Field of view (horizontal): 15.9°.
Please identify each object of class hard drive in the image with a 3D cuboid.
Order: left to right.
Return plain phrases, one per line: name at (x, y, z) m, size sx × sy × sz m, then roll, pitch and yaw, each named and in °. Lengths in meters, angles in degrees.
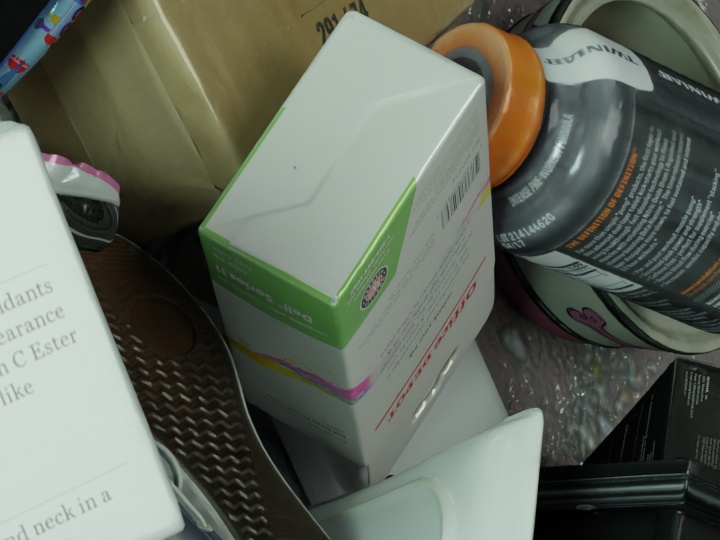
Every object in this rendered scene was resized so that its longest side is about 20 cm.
hard drive at (0.022, 0.082, 1.186) m, size 0.132 × 0.027 × 0.201 m, roll -37°, pitch 107°, yaw -48°

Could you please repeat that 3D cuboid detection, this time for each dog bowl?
dog bowl at (0.128, -0.050, 1.314) m, size 0.200 × 0.074 × 0.201 m, roll 17°, pitch 67°, yaw -46°

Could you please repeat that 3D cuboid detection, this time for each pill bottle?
pill bottle at (0.112, -0.046, 1.161) m, size 0.199 × 0.106 × 0.107 m, roll 21°, pitch 63°, yaw -37°

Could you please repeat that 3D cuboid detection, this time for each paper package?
paper package at (-0.070, -0.137, 1.086) m, size 0.200 × 0.103 × 0.191 m, roll -46°, pitch 115°, yaw -47°

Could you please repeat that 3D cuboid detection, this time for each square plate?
square plate at (-0.005, 0.166, 1.003) m, size 0.028 × 0.198 × 0.201 m, roll 22°, pitch 61°, yaw -26°

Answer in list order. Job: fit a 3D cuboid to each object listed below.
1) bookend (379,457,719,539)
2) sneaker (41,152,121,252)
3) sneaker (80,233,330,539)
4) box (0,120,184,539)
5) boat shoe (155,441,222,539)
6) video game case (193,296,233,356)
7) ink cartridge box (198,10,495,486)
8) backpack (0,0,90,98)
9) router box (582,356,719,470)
bookend at (0.081, 0.189, 1.059) m, size 0.092 × 0.198 × 0.201 m, roll 23°, pitch 72°, yaw -34°
sneaker at (-0.185, -0.002, 0.930) m, size 0.199 × 0.080 × 0.087 m, roll -3°, pitch 96°, yaw -28°
sneaker at (-0.081, 0.082, 1.009) m, size 0.073 × 0.085 × 0.201 m, roll -14°, pitch 68°, yaw -46°
box at (-0.192, 0.056, 0.764) m, size 0.198 × 0.200 × 0.131 m, roll -25°, pitch 98°, yaw -25°
boat shoe at (-0.090, 0.099, 0.933) m, size 0.200 × 0.075 × 0.062 m, roll 40°, pitch 5°, yaw 4°
video game case at (-0.125, 0.076, 1.017) m, size 0.200 × 0.023 × 0.183 m, roll 25°, pitch 61°, yaw -43°
ink cartridge box at (0.000, 0.000, 1.065) m, size 0.117 × 0.067 × 0.200 m, roll -56°, pitch 162°, yaw -21°
backpack at (-0.187, -0.164, 0.910) m, size 0.200 × 0.183 × 0.134 m, roll 39°, pitch 6°, yaw 14°
router box at (0.133, 0.161, 1.198) m, size 0.051 × 0.149 × 0.201 m, roll 15°, pitch 63°, yaw -8°
